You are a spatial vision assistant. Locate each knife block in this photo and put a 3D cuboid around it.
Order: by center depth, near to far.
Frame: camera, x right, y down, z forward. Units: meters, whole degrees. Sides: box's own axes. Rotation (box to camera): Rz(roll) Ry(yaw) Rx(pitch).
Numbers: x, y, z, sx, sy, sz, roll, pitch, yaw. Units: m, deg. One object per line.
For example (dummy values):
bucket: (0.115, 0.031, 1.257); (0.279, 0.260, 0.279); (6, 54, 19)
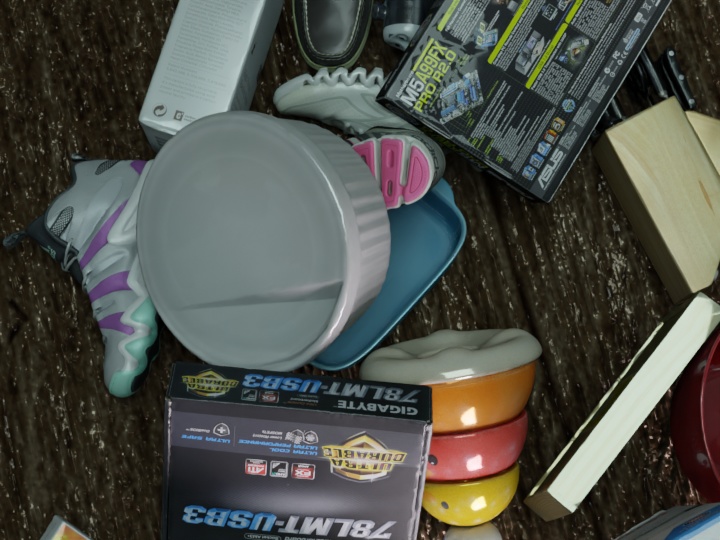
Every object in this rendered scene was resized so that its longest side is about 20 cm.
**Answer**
knife block: (0.230, -0.091, 1.488); (0.175, 0.064, 0.200); (18, 79, 1)

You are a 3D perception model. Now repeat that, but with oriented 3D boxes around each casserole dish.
casserole dish: (0.000, 0.000, 1.458); (0.121, 0.039, 0.200); (39, 78, 22)

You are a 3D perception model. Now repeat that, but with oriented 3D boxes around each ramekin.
ramekin: (-0.068, -0.025, 1.368); (0.202, 0.094, 0.203); (7, 103, 31)

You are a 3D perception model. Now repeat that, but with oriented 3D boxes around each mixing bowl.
mixing bowl: (0.321, 0.122, 1.416); (0.200, 0.108, 0.200); (5, 78, -25)

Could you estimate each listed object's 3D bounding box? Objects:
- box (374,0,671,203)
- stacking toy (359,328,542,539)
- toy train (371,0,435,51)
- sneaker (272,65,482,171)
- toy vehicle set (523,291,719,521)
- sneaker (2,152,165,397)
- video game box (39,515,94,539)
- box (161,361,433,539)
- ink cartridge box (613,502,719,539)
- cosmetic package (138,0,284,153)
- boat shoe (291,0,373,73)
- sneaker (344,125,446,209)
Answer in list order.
box: (0.132, -0.178, 1.429); (0.160, 0.044, 0.200); (31, 87, -9)
stacking toy: (0.084, 0.151, 1.416); (0.146, 0.146, 0.200); (-9, 96, -5)
toy train: (0.070, -0.263, 1.494); (0.114, 0.087, 0.200); (7, 78, -9)
sneaker: (0.026, -0.126, 1.482); (0.200, 0.075, 0.081); (4, 89, -1)
toy vehicle set: (0.208, 0.111, 1.418); (0.027, 0.124, 0.200); (38, 80, 4)
sneaker: (-0.224, -0.001, 1.445); (0.140, 0.078, 0.200); (9, 70, 0)
video game box: (-0.204, 0.319, 1.371); (0.200, 0.047, 0.182); (37, 77, -14)
box: (-0.052, 0.167, 1.369); (0.200, 0.199, 0.050); (6, 35, -2)
ink cartridge box: (0.225, 0.245, 1.356); (0.145, 0.200, 0.084); (-28, 84, -8)
cosmetic package: (-0.115, -0.190, 1.467); (0.074, 0.102, 0.200); (18, 80, 3)
boat shoe: (-0.024, -0.268, 1.503); (0.073, 0.065, 0.200); (1, 77, 5)
sneaker: (-0.015, -0.073, 1.435); (0.200, 0.087, 0.074); (-10, 95, 31)
